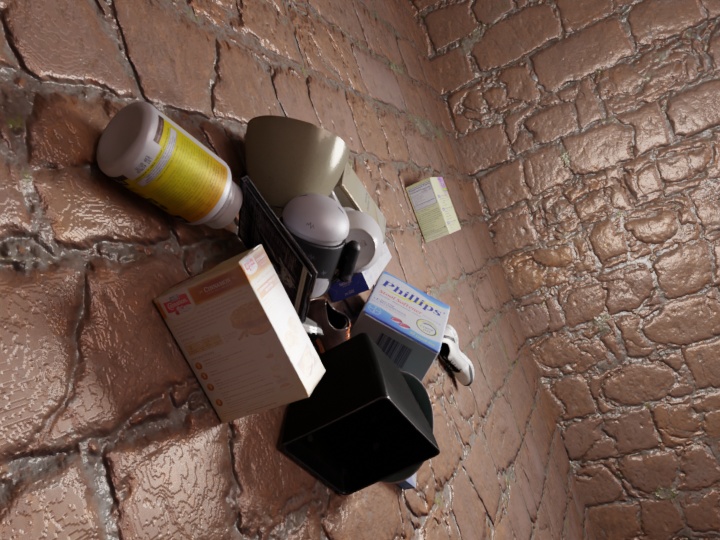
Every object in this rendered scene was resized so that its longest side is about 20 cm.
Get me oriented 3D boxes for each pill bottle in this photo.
[{"bbox_3d":[-0.260,-0.138,0.826,0.200,0.108,0.111,37,39,-50],"label":"pill bottle"}]

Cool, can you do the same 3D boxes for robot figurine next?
[{"bbox_3d":[-0.093,-0.034,1.009,0.148,0.203,0.125,-3,34,-40],"label":"robot figurine"}]

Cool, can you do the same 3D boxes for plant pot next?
[{"bbox_3d":[-0.007,0.234,1.006,0.200,0.197,0.179,49,19,-38],"label":"plant pot"}]

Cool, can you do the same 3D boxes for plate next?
[{"bbox_3d":[0.065,0.290,1.085,0.025,0.199,0.203,21,51,-41],"label":"plate"}]

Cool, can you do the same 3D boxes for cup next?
[{"bbox_3d":[-0.129,-0.174,1.077,0.200,0.197,0.146,27,73,-57],"label":"cup"}]

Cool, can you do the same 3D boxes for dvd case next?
[{"bbox_3d":[-0.135,-0.029,0.915,0.016,0.150,0.201,-26,67,-27],"label":"dvd case"}]

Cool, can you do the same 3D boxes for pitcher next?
[{"bbox_3d":[-0.030,-0.089,1.214,0.173,0.120,0.200,57,4,-16],"label":"pitcher"}]

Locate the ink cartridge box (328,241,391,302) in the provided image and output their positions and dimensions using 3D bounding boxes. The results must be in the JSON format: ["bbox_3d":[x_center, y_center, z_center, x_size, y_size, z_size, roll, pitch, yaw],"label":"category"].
[{"bbox_3d":[0.000,0.000,1.303,0.045,0.093,0.200,64,24,-12],"label":"ink cartridge box"}]

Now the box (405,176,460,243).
[{"bbox_3d":[0.255,-0.213,2.023,0.176,0.095,0.203,-24,94,-66],"label":"box"}]

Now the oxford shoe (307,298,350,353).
[{"bbox_3d":[-0.044,0.131,1.128,0.201,0.072,0.072,51,29,-37],"label":"oxford shoe"}]

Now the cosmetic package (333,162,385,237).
[{"bbox_3d":[-0.017,-0.153,1.413,0.201,0.072,0.105,51,29,-35],"label":"cosmetic package"}]

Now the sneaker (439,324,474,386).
[{"bbox_3d":[0.273,0.265,1.739,0.080,0.073,0.202,-41,105,-50],"label":"sneaker"}]

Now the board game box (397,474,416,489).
[{"bbox_3d":[0.077,0.343,1.253,0.151,0.036,0.203,48,37,-41],"label":"board game box"}]

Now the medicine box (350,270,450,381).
[{"bbox_3d":[0.087,0.120,1.278,0.180,0.104,0.201,28,30,2],"label":"medicine box"}]

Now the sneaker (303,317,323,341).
[{"bbox_3d":[-0.129,0.081,0.988,0.199,0.073,0.081,31,39,-55],"label":"sneaker"}]

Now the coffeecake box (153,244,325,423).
[{"bbox_3d":[-0.163,0.090,0.801,0.203,0.151,0.073,64,24,-12],"label":"coffeecake box"}]
